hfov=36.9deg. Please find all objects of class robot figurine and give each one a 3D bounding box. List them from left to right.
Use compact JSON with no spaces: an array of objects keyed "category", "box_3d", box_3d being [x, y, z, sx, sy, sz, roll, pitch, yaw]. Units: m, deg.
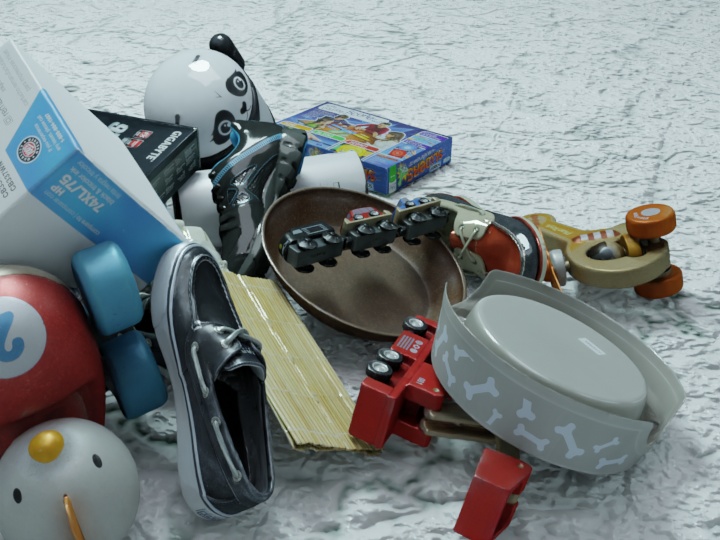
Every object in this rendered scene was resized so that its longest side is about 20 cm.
[{"category":"robot figurine","box_3d":[-0.159,-0.161,1.185,0.124,0.200,0.151,-31,73,1]}]

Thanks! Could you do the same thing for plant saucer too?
[{"category":"plant saucer","box_3d":[0.000,0.000,0.982,0.198,0.037,0.202,16,36,-12]}]

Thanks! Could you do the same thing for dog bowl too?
[{"category":"dog bowl","box_3d":[0.142,0.075,0.810,0.198,0.059,0.201,22,22,-9]}]

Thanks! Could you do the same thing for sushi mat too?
[{"category":"sushi mat","box_3d":[-0.059,0.068,0.839,0.095,0.012,0.201,17,28,-46]}]

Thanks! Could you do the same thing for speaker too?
[{"category":"speaker","box_3d":[-0.095,-0.072,1.116,0.197,0.082,0.081,-10,30,-15]}]

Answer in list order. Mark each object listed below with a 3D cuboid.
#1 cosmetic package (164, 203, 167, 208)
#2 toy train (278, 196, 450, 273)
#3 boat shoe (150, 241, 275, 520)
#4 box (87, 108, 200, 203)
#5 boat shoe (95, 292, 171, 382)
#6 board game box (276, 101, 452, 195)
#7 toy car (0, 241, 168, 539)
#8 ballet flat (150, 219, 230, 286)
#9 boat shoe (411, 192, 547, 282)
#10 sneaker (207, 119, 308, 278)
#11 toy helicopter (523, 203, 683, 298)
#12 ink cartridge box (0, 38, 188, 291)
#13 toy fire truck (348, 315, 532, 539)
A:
[{"category":"cosmetic package","box_3d":[-0.295,-0.028,1.044,0.198,0.075,0.101,-21,34,-35]},{"category":"toy train","box_3d":[0.006,-0.036,0.975,0.198,0.035,0.046,-15,39,-41]},{"category":"boat shoe","box_3d":[-0.097,0.068,0.758,0.067,0.203,0.071,-25,-27,35]},{"category":"box","box_3d":[-0.264,-0.085,1.016,0.157,0.047,0.201,11,35,16]},{"category":"boat shoe","box_3d":[-0.174,0.049,0.914,0.197,0.061,0.076,13,31,23]},{"category":"board game box","box_3d":[-0.006,-0.153,1.315,0.198,0.035,0.135,21,34,33]},{"category":"toy car","box_3d":[-0.202,0.114,0.701,0.182,0.178,0.200,-23,47,-18]},{"category":"ballet flat","box_3d":[-0.166,-0.012,0.966,0.071,0.073,0.199,-16,16,-28]},{"category":"boat shoe","box_3d":[0.109,-0.031,1.047,0.062,0.072,0.200,4,18,-27]},{"category":"sneaker","box_3d":[-0.113,-0.056,1.033,0.081,0.073,0.202,16,59,-1]},{"category":"toy helicopter","box_3d":[0.210,-0.019,1.056,0.131,0.080,0.199,-23,24,-21]},{"category":"ink cartridge box","box_3d":[-0.264,-0.028,0.800,0.200,0.146,0.147,-41,54,2]},{"category":"toy fire truck","box_3d":[0.068,0.109,0.806,0.139,0.049,0.200,23,25,13]}]
